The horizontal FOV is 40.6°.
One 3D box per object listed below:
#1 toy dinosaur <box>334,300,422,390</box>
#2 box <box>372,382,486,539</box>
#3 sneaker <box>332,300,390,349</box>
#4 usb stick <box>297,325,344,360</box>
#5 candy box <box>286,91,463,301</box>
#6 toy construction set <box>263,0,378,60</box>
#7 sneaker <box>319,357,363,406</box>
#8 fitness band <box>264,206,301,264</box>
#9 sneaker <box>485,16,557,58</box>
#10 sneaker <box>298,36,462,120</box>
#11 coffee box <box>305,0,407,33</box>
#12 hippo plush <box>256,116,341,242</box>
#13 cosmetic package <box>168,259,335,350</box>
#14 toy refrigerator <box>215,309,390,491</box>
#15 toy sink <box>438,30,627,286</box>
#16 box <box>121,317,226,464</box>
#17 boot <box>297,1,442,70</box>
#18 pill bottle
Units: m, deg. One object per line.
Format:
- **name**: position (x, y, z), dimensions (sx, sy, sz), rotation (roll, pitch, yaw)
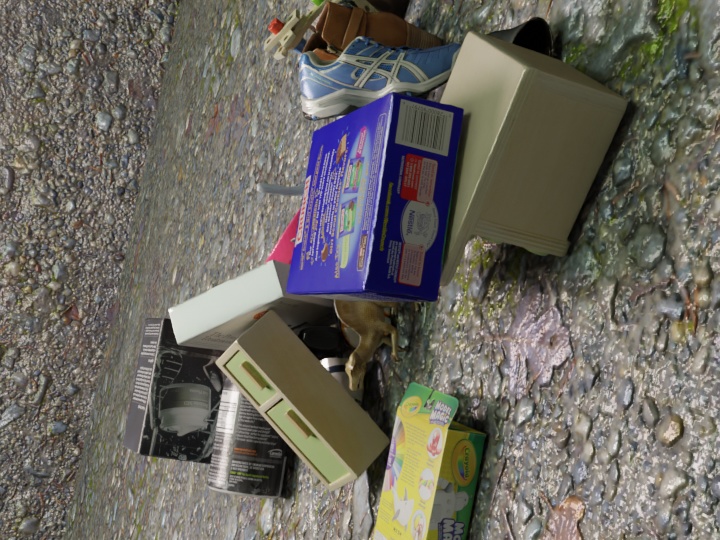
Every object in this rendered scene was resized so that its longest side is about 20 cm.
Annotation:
- **toy dinosaur**: position (0.012, 0.034, 1.081), dimensions (0.058, 0.101, 0.201), rotation (-43, 46, 45)
- **box**: position (0.063, 0.216, 0.948), dimensions (0.117, 0.048, 0.202), rotation (-170, 90, -68)
- **sneaker**: position (0.000, 0.000, 1.173), dimensions (0.077, 0.078, 0.202), rotation (139, 141, -71)
- **usb stick**: position (-0.050, 0.090, 1.188), dimensions (0.200, 0.055, 0.033), rotation (113, 165, -82)
- **candy box**: position (0.008, -0.057, 0.891), dimensions (0.200, 0.077, 0.170), rotation (177, 103, -66)
- **toy construction set**: position (-0.021, -0.287, 1.236), dimensions (0.131, 0.199, 0.093), rotation (-26, 53, 43)
- **sneaker**: position (-0.057, 0.175, 1.225), dimensions (0.200, 0.076, 0.081), rotation (136, 131, -55)
- **fitness band**: position (-0.099, -0.031, 1.373), dimensions (0.144, 0.037, 0.200), rotation (-54, -1, -38)
- **sneaker**: position (0.125, -0.146, 0.943), dimensions (0.106, 0.074, 0.202), rotation (170, 111, -68)
- **sneaker**: position (0.022, -0.227, 1.096), dimensions (0.076, 0.199, 0.078), rotation (-82, -22, -73)
- **coffee box**: position (0.010, -0.402, 1.299), dimensions (0.080, 0.112, 0.201), rotation (-129, 54, -62)
- **hippo plush**: position (0.023, -0.104, 1.116), dimensions (0.199, 0.160, 0.161), rotation (-27, 17, 25)
- **cosmetic package**: position (-0.113, 0.050, 1.186), dimensions (0.150, 0.200, 0.052), rotation (-26, 72, 20)
- **toy refrigerator**: position (-0.068, 0.149, 1.095), dimensions (0.070, 0.200, 0.076), rotation (-41, 0, -36)
- **toy sink**: position (0.128, -0.088, 0.863), dimensions (0.130, 0.111, 0.201), rotation (-122, 49, -60)
- **box**: position (-0.233, 0.184, 1.461), dimensions (0.124, 0.199, 0.198), rotation (-5, 74, 65)
- **boot**: position (-0.004, -0.218, 1.183), dimensions (0.077, 0.154, 0.201), rotation (-109, 38, -51)
- **pill bottle**: position (-0.148, 0.212, 1.370), dimensions (0.106, 0.106, 0.202), rotation (168, 112, -65)
